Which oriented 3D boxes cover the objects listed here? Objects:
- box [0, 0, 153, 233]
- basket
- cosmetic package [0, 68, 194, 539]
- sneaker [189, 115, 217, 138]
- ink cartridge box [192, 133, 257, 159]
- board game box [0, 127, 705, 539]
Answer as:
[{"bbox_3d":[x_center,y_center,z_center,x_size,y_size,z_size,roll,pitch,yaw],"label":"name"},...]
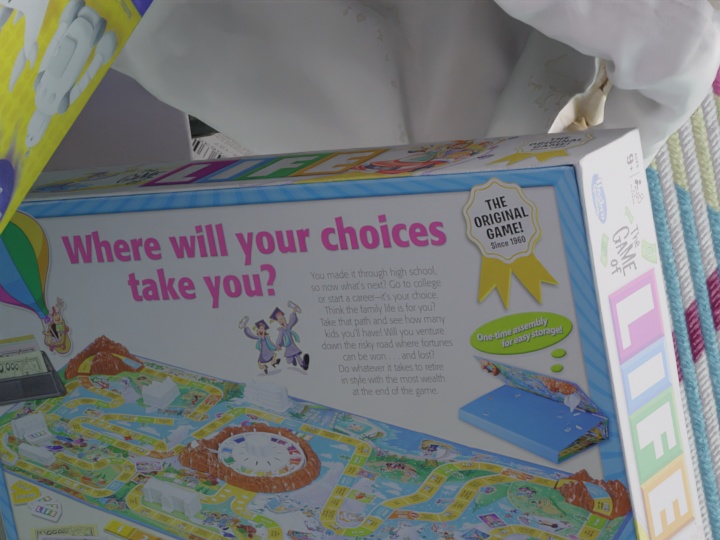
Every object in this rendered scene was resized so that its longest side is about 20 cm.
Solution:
[{"bbox_3d":[-0.121,-0.009,0.544,0.200,0.048,0.117,-56,165,-8],"label":"box"},{"bbox_3d":[0.013,-0.125,0.708,0.161,0.200,0.198,-60,-177,-18],"label":"basket"},{"bbox_3d":[-0.097,0.000,0.850,0.200,0.090,0.107,-108,-157,-57],"label":"cosmetic package"},{"bbox_3d":[-0.112,-0.056,1.018,0.200,0.106,0.075,-58,-176,-16],"label":"sneaker"},{"bbox_3d":[-0.063,-0.119,1.194,0.145,0.147,0.200,-58,-175,-16],"label":"ink cartridge box"},{"bbox_3d":[-0.013,0.038,0.677,0.199,0.135,0.034,-2,-165,34],"label":"board game box"}]
